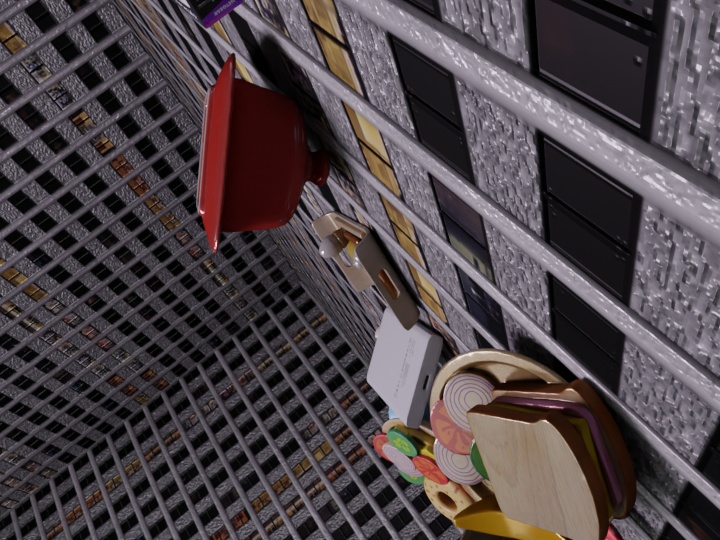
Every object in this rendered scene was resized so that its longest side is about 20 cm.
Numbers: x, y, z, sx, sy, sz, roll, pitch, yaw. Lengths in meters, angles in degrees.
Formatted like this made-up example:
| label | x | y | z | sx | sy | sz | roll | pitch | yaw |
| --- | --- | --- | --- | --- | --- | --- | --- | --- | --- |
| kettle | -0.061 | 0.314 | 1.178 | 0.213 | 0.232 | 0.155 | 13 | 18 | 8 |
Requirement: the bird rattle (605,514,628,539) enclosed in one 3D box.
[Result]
| label | x | y | z | sx | sy | sz | roll | pitch | yaw |
| --- | --- | --- | --- | --- | --- | --- | --- | --- | --- |
| bird rattle | 0.174 | 0.193 | 0.597 | 0.200 | 0.112 | 0.164 | 45 | 154 | 28 |

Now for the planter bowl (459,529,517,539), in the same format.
| label | x | y | z | sx | sy | sz | roll | pitch | yaw |
| --- | --- | --- | --- | --- | --- | --- | --- | --- | --- |
| planter bowl | 0.218 | 0.401 | 0.775 | 0.200 | 0.199 | 0.135 | 47 | 158 | 38 |

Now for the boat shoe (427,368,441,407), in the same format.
| label | x | y | z | sx | sy | sz | roll | pitch | yaw |
| --- | --- | --- | --- | --- | --- | --- | --- | --- | --- |
| boat shoe | 0.166 | 0.229 | 0.928 | 0.200 | 0.072 | 0.068 | 45 | 171 | 3 |

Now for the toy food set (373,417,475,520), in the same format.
| label | x | y | z | sx | sy | sz | roll | pitch | yaw |
| --- | --- | --- | --- | --- | --- | --- | --- | --- | --- |
| toy food set | 0.108 | 0.296 | 0.942 | 0.197 | 0.049 | 0.201 | 32 | 149 | 16 |

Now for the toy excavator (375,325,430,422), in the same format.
| label | x | y | z | sx | sy | sz | roll | pitch | yaw |
| --- | --- | --- | --- | --- | --- | --- | --- | --- | --- |
| toy excavator | 0.090 | 0.211 | 1.068 | 0.099 | 0.196 | 0.200 | -23 | 125 | 38 |

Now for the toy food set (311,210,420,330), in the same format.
| label | x | y | z | sx | sy | sz | roll | pitch | yaw |
| --- | --- | --- | --- | --- | --- | --- | --- | --- | --- |
| toy food set | 0.000 | 0.000 | 0.894 | 0.144 | 0.060 | 0.200 | 56 | 173 | -24 |

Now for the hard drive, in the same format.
| label | x | y | z | sx | sy | sz | roll | pitch | yaw |
| --- | --- | --- | --- | --- | --- | --- | --- | --- | --- |
| hard drive | 0.062 | 0.140 | 0.952 | 0.026 | 0.133 | 0.200 | 14 | -176 | -16 |

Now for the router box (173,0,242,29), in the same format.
| label | x | y | z | sx | sy | sz | roll | pitch | yaw |
| --- | --- | --- | --- | --- | --- | --- | --- | --- | --- |
| router box | -0.208 | -0.342 | 0.608 | 0.200 | 0.051 | 0.150 | 47 | 173 | 39 |

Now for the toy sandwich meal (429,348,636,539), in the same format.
| label | x | y | z | sx | sy | sz | roll | pitch | yaw |
| --- | --- | --- | --- | --- | --- | --- | --- | --- | --- |
| toy sandwich meal | 0.128 | 0.160 | 0.524 | 0.204 | 0.070 | 0.207 | 23 | 125 | 37 |

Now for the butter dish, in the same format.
| label | x | y | z | sx | sy | sz | roll | pitch | yaw |
| --- | --- | --- | --- | --- | --- | --- | --- | --- | --- |
| butter dish | -0.107 | -0.124 | 0.707 | 0.199 | 0.146 | 0.202 | -150 | 65 | -71 |
